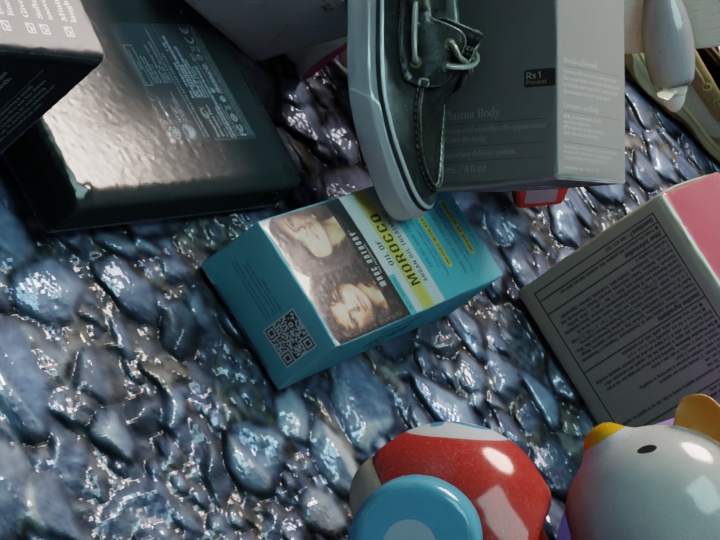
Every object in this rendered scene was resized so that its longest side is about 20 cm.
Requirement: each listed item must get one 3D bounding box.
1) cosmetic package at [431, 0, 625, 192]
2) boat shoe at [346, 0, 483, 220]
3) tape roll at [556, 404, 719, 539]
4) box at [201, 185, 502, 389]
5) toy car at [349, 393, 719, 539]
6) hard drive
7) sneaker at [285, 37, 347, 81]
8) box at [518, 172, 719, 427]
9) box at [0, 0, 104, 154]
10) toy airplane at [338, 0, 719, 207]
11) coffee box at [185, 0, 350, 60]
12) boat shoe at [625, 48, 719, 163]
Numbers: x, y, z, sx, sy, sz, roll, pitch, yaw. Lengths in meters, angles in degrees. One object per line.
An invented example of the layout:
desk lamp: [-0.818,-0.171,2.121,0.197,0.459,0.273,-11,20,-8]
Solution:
cosmetic package: [0.095,-0.148,1.185,0.090,0.107,0.200,-2,88,-53]
boat shoe: [0.034,-0.131,1.134,0.072,0.071,0.200,-1,85,-71]
tape roll: [0.212,0.181,1.147,0.200,0.066,0.200,7,73,-25]
box: [0.000,0.000,1.138,0.082,0.049,0.200,58,32,7]
toy car: [0.116,0.121,0.976,0.177,0.200,0.184,55,4,4]
hard drive: [-0.127,-0.093,1.072,0.200,0.033,0.140,-10,68,-58]
sneaker: [-0.027,-0.212,1.278,0.088,0.081,0.200,42,33,-20]
box: [0.220,0.056,1.297,0.200,0.128,0.109,59,31,7]
box: [-0.241,-0.134,0.900,0.200,0.107,0.149,-1,60,-54]
toy airplane: [0.117,-0.147,1.290,0.199,0.200,0.141,38,23,-22]
coffee box: [-0.060,-0.240,1.159,0.113,0.080,0.200,36,44,-66]
boat shoe: [0.303,-0.141,1.652,0.200,0.066,0.074,33,37,-30]
